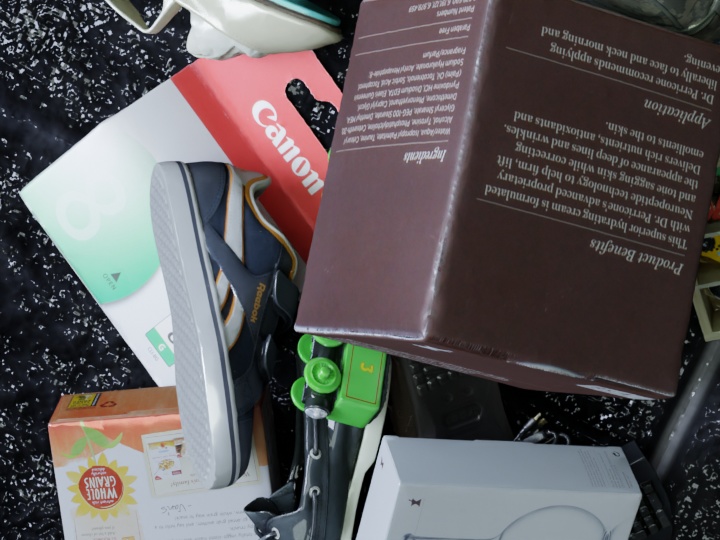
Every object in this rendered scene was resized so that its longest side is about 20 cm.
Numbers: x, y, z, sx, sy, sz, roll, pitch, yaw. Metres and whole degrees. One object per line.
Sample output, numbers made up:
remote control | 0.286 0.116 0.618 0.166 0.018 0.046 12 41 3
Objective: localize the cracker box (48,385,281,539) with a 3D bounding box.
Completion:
cracker box | -0.112 0.173 1.656 0.133 0.058 0.202 -5 106 5

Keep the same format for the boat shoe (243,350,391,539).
boat shoe | -0.035 0.140 1.588 0.066 0.075 0.201 13 99 -10

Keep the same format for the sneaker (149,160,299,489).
sneaker | -0.072 0.028 1.580 0.079 0.078 0.202 -3 74 -19

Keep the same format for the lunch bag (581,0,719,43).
lunch bag | 0.165 -0.239 1.466 0.139 0.168 0.201 27 93 16

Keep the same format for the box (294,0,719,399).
box | 0.085 -0.044 1.484 0.165 0.164 0.202 15 84 -27

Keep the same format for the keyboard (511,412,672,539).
keyboard | 0.085 0.159 1.596 0.199 0.021 0.128 -28 120 4

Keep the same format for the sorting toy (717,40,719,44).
sorting toy | 0.251 -0.121 1.547 0.184 0.036 0.202 -3 98 16

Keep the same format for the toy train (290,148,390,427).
toy train | 0.000 0.000 1.575 0.056 0.042 0.201 15 61 -11

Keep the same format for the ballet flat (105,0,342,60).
ballet flat | -0.102 -0.166 1.622 0.199 0.069 0.070 30 105 20

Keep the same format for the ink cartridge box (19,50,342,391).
ink cartridge box | -0.088 -0.044 1.649 0.200 0.050 0.161 -38 88 19

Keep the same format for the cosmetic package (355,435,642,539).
cosmetic package | 0.067 0.193 1.574 0.150 0.052 0.201 4 122 -15

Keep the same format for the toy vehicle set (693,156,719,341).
toy vehicle set | 0.279 -0.033 1.529 0.199 0.027 0.125 -12 123 17

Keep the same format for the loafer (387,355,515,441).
loafer | 0.056 0.099 1.628 0.072 0.071 0.202 -11 107 -15
